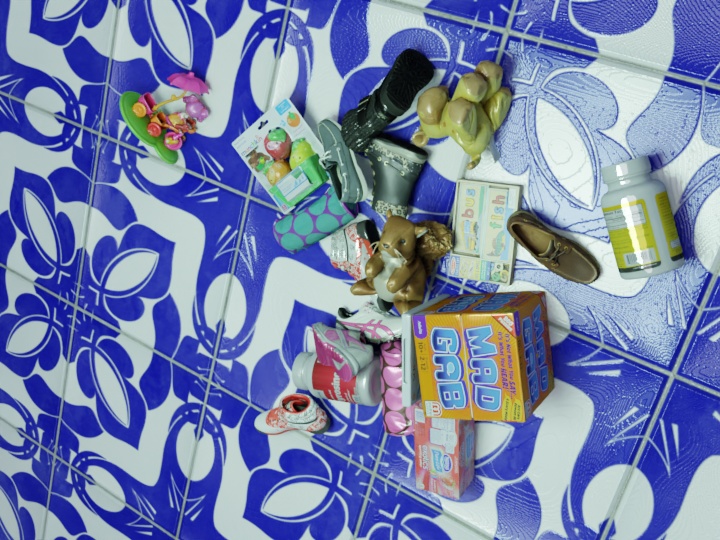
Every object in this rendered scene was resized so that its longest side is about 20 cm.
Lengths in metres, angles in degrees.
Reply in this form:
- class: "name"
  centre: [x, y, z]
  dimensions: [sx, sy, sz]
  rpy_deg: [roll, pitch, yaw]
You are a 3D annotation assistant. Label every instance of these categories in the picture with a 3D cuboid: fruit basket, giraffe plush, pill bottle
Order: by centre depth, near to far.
- class: "pill bottle"
  centre: [0.483, -0.092, 1.329]
  dimensions: [0.111, 0.111, 0.201]
  rpy_deg: [-14, 93, 31]
- class: "giraffe plush"
  centre: [0.178, -0.300, 1.459]
  dimensions: [0.162, 0.173, 0.200]
  rpy_deg: [24, 145, 34]
- class: "fruit basket"
  centre: [-0.167, -0.245, 1.665]
  dimensions: [0.185, 0.094, 0.200]
  rpy_deg: [-33, 101, 30]
- class: "pill bottle"
  centre: [-0.047, 0.232, 1.692]
  dimensions: [0.200, 0.112, 0.113]
  rpy_deg: [3, 101, 29]

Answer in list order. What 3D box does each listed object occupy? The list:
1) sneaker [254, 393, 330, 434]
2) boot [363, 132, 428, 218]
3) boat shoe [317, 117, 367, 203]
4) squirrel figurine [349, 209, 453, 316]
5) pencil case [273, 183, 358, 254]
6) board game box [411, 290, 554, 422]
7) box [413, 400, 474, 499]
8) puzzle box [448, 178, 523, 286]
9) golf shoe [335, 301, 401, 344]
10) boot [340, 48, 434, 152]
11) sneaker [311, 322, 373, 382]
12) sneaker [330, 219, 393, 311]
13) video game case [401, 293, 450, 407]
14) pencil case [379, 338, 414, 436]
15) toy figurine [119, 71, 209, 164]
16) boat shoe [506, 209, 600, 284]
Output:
- class: "sneaker"
  centre: [-0.177, 0.329, 1.776]
  dimensions: [0.201, 0.067, 0.108]
  rpy_deg: [-4, 139, 27]
- class: "boot"
  centre: [0.033, -0.205, 1.588]
  dimensions: [0.203, 0.073, 0.154]
  rpy_deg: [25, 115, 26]
- class: "boat shoe"
  centre: [-0.051, -0.228, 1.582]
  dimensions: [0.200, 0.062, 0.073]
  rpy_deg: [66, 154, 14]
- class: "squirrel figurine"
  centre: [0.088, -0.039, 1.506]
  dimensions: [0.141, 0.200, 0.187]
  rpy_deg: [29, 137, 31]
- class: "pencil case"
  centre: [-0.097, -0.114, 1.667]
  dimensions: [0.200, 0.085, 0.093]
  rpy_deg: [-29, 81, 30]
- class: "board game box"
  centre: [0.239, 0.158, 1.464]
  dimensions: [0.199, 0.200, 0.200]
  rpy_deg: [-4, 98, 30]
- class: "box"
  centre: [0.176, 0.355, 1.583]
  dimensions: [0.102, 0.095, 0.201]
  rpy_deg: [8, 113, 28]
- class: "puzzle box"
  centre: [0.246, -0.077, 1.517]
  dimensions: [0.133, 0.025, 0.201]
  rpy_deg: [10, 104, 28]
- class: "golf shoe"
  centre: [0.029, 0.112, 1.649]
  dimensions: [0.200, 0.073, 0.092]
  rpy_deg: [-8, 94, 31]
- class: "boot"
  centre: [0.048, -0.335, 1.501]
  dimensions: [0.079, 0.211, 0.158]
  rpy_deg: [42, 138, -10]
- class: "sneaker"
  centre: [-0.037, 0.164, 1.622]
  dimensions: [0.200, 0.088, 0.082]
  rpy_deg: [36, 140, 51]
- class: "sneaker"
  centre: [0.000, -0.001, 1.648]
  dimensions: [0.108, 0.067, 0.202]
  rpy_deg: [-17, 88, 32]
- class: "video game case"
  centre: [0.133, 0.154, 1.523]
  dimensions: [0.022, 0.200, 0.183]
  rpy_deg: [5, 102, 28]
- class: "pencil case"
  centre: [0.091, 0.251, 1.634]
  dimensions: [0.094, 0.091, 0.201]
  rpy_deg: [14, 112, 63]
- class: "toy figurine"
  centre: [-0.430, -0.376, 1.798]
  dimensions: [0.184, 0.150, 0.200]
  rpy_deg: [-26, 108, 21]
- class: "boat shoe"
  centre: [0.356, -0.036, 1.428]
  dimensions: [0.200, 0.068, 0.072]
  rpy_deg: [36, 111, 6]
